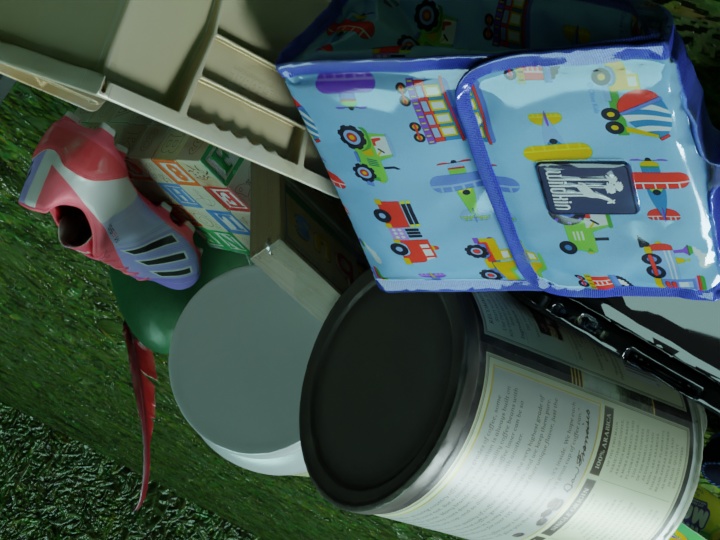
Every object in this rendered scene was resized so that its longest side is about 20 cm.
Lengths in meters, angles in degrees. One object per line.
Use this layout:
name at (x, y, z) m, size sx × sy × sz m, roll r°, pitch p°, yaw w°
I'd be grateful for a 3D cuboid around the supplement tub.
supplement tub at (-0.043, 0.073, 0.936) m, size 0.144 × 0.146 × 0.200 m, roll 24°, pitch 177°, yaw 17°

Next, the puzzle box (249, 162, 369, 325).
puzzle box at (0.000, 0.000, 0.864) m, size 0.025 × 0.134 × 0.200 m, roll -31°, pitch 128°, yaw 22°

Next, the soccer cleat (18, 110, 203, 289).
soccer cleat at (-0.172, -0.030, 0.921) m, size 0.066 × 0.077 × 0.200 m, roll 21°, pitch 159°, yaw 25°

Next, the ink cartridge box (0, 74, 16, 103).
ink cartridge box at (-0.313, -0.137, 0.853) m, size 0.083 × 0.201 × 0.147 m, roll 16°, pitch 157°, yaw 36°

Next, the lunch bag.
lunch bag at (0.084, -0.059, 0.607) m, size 0.199 × 0.094 × 0.151 m, roll 9°, pitch 141°, yaw 35°

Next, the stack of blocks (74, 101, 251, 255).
stack of blocks at (-0.123, -0.071, 0.956) m, size 0.199 × 0.059 × 0.115 m, roll 9°, pitch 152°, yaw 47°

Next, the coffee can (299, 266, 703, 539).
coffee can at (0.085, 0.090, 0.784) m, size 0.199 × 0.148 × 0.146 m, roll 22°, pitch 169°, yaw -34°

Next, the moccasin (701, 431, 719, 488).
moccasin at (0.311, 0.160, 0.873) m, size 0.199 × 0.069 × 0.081 m, roll 12°, pitch 154°, yaw 44°

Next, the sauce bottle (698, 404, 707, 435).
sauce bottle at (0.188, 0.118, 0.968) m, size 0.064 × 0.065 × 0.200 m, roll 32°, pitch 160°, yaw -7°

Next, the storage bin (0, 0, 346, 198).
storage bin at (-0.114, -0.124, 0.666) m, size 0.199 × 0.095 × 0.198 m, roll 21°, pitch 180°, yaw 35°

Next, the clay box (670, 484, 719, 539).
clay box at (0.195, 0.173, 0.923) m, size 0.114 × 0.048 × 0.200 m, roll 35°, pitch 160°, yaw -16°

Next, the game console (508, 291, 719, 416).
game console at (0.193, 0.007, 0.743) m, size 0.199 × 0.117 × 0.176 m, roll 30°, pitch -169°, yaw 2°

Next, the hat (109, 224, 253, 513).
hat at (-0.179, 0.044, 1.066) m, size 0.200 × 0.176 × 0.165 m, roll 42°, pitch 138°, yaw -8°
